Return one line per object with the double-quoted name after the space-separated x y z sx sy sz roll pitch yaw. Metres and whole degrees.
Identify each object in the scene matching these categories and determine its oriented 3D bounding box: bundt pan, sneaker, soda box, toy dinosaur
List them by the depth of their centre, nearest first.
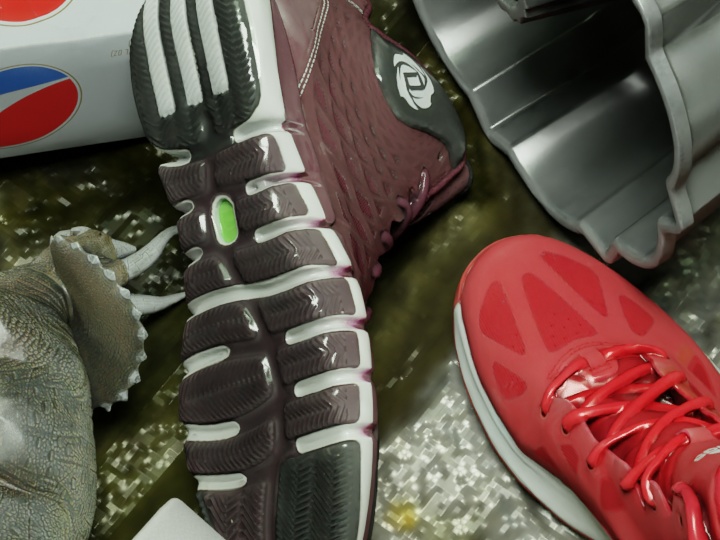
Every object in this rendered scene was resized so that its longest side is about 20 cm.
0.096 0.048 0.715 0.078 0.116 0.200 -33 66 -14 "sneaker"
-0.118 0.060 0.739 0.101 0.077 0.201 11 66 0 "toy dinosaur"
0.072 -0.107 0.748 0.075 0.202 0.202 -28 65 -12 "bundt pan"
0.000 0.000 0.774 0.075 0.115 0.202 -10 87 43 "sneaker"
-0.149 -0.075 0.793 0.198 0.064 0.069 -10 61 -20 "soda box"

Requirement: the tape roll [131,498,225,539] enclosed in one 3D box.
-0.100 0.145 0.627 0.037 0.203 0.203 41 70 0 "tape roll"
